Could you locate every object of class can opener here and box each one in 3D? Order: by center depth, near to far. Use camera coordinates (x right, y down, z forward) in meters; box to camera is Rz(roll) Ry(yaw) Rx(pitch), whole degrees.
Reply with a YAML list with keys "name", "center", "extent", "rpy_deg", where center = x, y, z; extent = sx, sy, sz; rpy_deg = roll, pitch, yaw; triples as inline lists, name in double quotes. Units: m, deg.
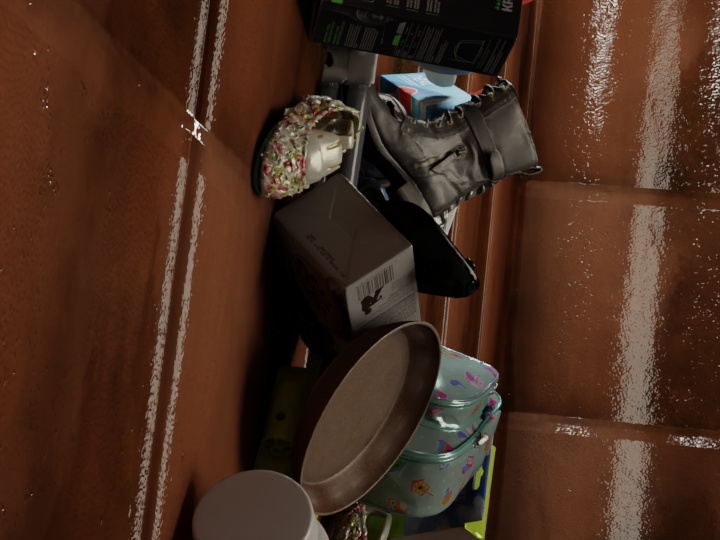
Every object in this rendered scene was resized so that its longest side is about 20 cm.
- name: "can opener"
  center: [-0.013, -0.164, 1.738]
  extent: [0.066, 0.053, 0.200]
  rpy_deg: [64, 33, -72]

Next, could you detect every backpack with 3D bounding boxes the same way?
- name: "backpack"
  center: [0.046, 0.160, 1.848]
  extent: [0.200, 0.176, 0.153]
  rpy_deg: [-47, 157, -54]

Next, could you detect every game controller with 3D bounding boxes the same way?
- name: "game controller"
  center: [0.040, -0.023, 1.642]
  extent: [0.104, 0.042, 0.200]
  rpy_deg: [60, -19, -15]

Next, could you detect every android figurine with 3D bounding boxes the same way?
- name: "android figurine"
  center: [-0.063, 0.173, 1.658]
  extent: [0.182, 0.041, 0.200]
  rpy_deg: [82, 18, -49]

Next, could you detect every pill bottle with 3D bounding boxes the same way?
- name: "pill bottle"
  center: [-0.075, 0.257, 1.424]
  extent: [0.200, 0.114, 0.114]
  rpy_deg: [83, 16, -47]

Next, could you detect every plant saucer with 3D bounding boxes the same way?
- name: "plant saucer"
  center: [0.000, 0.127, 1.598]
  extent: [0.200, 0.034, 0.200]
  rpy_deg: [-40, 147, -34]

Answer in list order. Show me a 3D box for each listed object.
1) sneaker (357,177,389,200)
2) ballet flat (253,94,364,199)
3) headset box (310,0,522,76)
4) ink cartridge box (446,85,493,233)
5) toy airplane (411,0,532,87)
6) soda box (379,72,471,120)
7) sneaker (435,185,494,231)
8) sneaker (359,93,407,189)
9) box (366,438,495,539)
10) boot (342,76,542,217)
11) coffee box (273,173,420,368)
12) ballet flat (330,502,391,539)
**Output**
- name: "sneaker"
  center: [0.000, 0.000, 1.788]
  extent: [0.089, 0.078, 0.200]
  rpy_deg: [117, -29, -80]
- name: "ballet flat"
  center: [-0.041, -0.115, 1.580]
  extent: [0.200, 0.064, 0.076]
  rpy_deg: [-62, 155, -64]
- name: "headset box"
  center: [0.053, -0.295, 1.668]
  extent: [0.093, 0.200, 0.174]
  rpy_deg: [114, -14, -70]
- name: "ink cartridge box"
  center: [0.091, -0.131, 2.094]
  extent: [0.109, 0.050, 0.200]
  rpy_deg: [-12, -123, 67]
- name: "toy airplane"
  center: [0.085, -0.290, 1.839]
  extent: [0.200, 0.199, 0.141]
  rpy_deg: [25, 35, -36]
- name: "soda box"
  center: [0.080, -0.171, 1.974]
  extent: [0.200, 0.068, 0.064]
  rpy_deg: [-134, -138, -67]
- name: "sneaker"
  center: [0.103, -0.077, 2.003]
  extent: [0.075, 0.200, 0.116]
  rpy_deg: [-172, -107, -77]
- name: "sneaker"
  center: [0.019, -0.090, 1.903]
  extent: [0.090, 0.075, 0.200]
  rpy_deg: [6, 80, -81]
- name: "box"
  center: [0.071, 0.253, 1.983]
  extent: [0.048, 0.200, 0.122]
  rpy_deg: [42, 45, -39]
- name: "boot"
  center: [0.085, -0.153, 1.846]
  extent: [0.200, 0.174, 0.069]
  rpy_deg: [61, -16, -18]
- name: "coffee box"
  center: [-0.007, 0.023, 1.641]
  extent: [0.080, 0.113, 0.200]
  rpy_deg: [-33, 147, -17]
- name: "ballet flat"
  center: [0.005, 0.258, 1.951]
  extent: [0.076, 0.064, 0.200]
  rpy_deg: [84, 13, -64]
